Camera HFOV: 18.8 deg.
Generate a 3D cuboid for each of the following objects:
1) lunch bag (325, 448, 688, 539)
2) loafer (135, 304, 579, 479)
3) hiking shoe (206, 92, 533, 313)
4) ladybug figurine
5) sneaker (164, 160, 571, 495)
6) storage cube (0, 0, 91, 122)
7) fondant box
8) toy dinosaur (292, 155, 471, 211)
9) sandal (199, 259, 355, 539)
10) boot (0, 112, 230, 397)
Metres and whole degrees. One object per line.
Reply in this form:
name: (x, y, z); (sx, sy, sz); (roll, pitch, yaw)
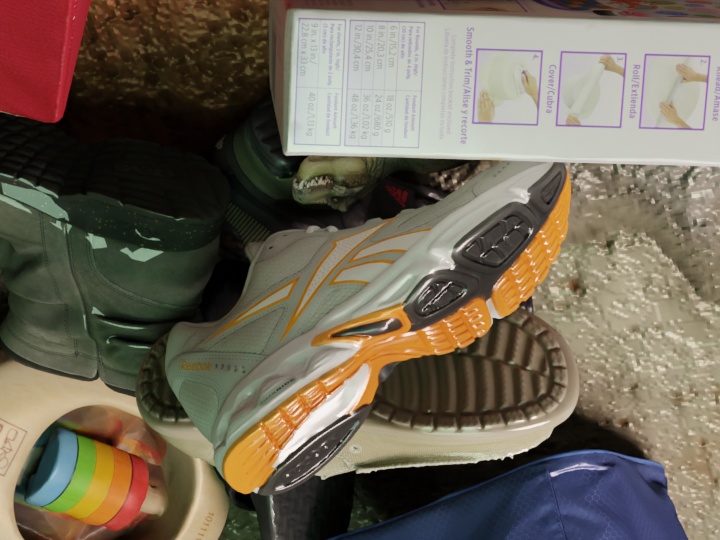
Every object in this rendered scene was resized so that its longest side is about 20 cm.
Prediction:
lunch bag: (0.076, 0.187, 1.126); (0.200, 0.133, 0.136); (-25, 158, 27)
loafer: (0.001, 0.055, 0.988); (0.199, 0.076, 0.068); (0, 152, 11)
hiking shoe: (0.000, 0.000, 1.040); (0.200, 0.076, 0.101); (44, 132, -19)
ladybug figurine: (-0.152, 0.100, 1.111); (0.072, 0.136, 0.200); (22, 172, 46)
sneaker: (-0.001, 0.001, 0.938); (0.200, 0.092, 0.076); (-37, 147, -11)
storage cube: (-0.165, -0.189, 0.786); (0.170, 0.200, 0.180); (11, 140, -6)
fondant box: (0.066, -0.083, 0.854); (0.199, 0.144, 0.058); (0, 105, -4)
toy dinosaur: (0.060, -0.085, 0.958); (0.199, 0.047, 0.088); (-13, 116, -6)
sandal: (-0.051, 0.076, 1.121); (0.048, 0.075, 0.201); (12, 133, 37)
boot: (-0.159, -0.009, 1.011); (0.199, 0.068, 0.131); (20, 129, 7)
